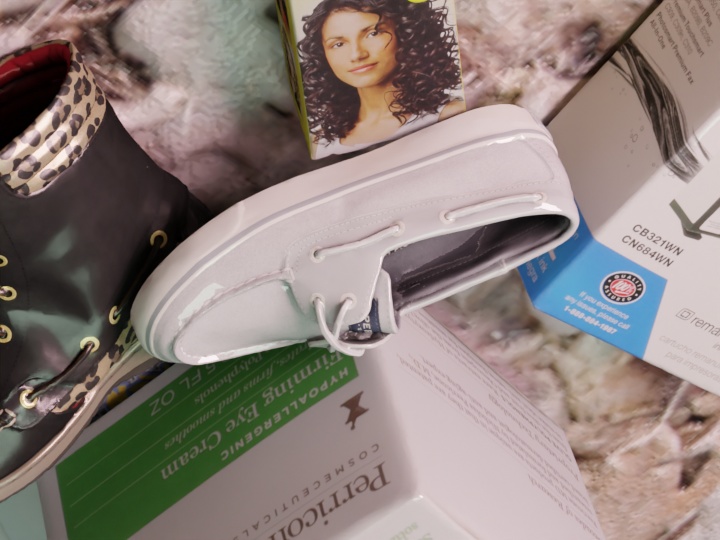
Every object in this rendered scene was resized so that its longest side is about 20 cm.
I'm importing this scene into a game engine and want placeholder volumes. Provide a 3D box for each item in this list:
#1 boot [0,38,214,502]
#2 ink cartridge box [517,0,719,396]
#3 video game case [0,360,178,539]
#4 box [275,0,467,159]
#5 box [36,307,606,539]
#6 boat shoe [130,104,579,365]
[{"bbox_3d":[-0.158,0.007,1.242,0.200,0.073,0.151,-38,132,-6],"label":"boot"},{"bbox_3d":[0.180,-0.052,1.304,0.145,0.085,0.200,24,122,-33],"label":"ink cartridge box"},{"bbox_3d":[-0.110,0.086,1.385,0.199,0.022,0.183,-20,135,1],"label":"video game case"},{"bbox_3d":[-0.002,-0.141,1.190,0.075,0.050,0.201,-14,134,-5],"label":"box"},{"bbox_3d":[-0.010,0.139,1.330,0.199,0.172,0.200,-36,132,16],"label":"box"},{"bbox_3d":[0.000,0.000,1.239,0.199,0.069,0.072,-21,144,-7],"label":"boat shoe"}]
